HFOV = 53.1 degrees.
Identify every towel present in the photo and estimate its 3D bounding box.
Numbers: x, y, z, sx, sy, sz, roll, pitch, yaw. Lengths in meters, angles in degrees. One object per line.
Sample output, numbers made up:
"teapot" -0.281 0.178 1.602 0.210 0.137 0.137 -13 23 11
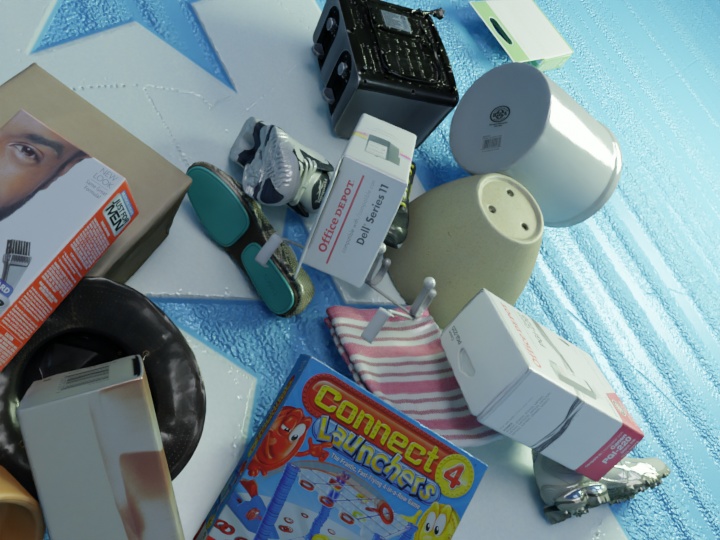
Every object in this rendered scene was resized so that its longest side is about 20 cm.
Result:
"towel" 0.058 0.111 0.793 0.145 0.030 0.201 0 41 -34

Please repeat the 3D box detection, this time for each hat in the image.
"hat" -0.233 0.104 0.619 0.198 0.081 0.203 1 87 -19

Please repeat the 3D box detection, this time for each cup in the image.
"cup" 0.148 -0.041 0.914 0.198 0.143 0.202 15 53 -22

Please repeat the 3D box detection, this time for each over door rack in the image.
"over door rack" 0.000 0.000 0.775 0.147 0.067 0.200 34 14 14

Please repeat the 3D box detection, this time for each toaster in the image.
"toaster" 0.037 -0.285 1.020 0.198 0.119 0.183 2 60 -30

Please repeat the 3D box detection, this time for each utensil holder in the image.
"utensil holder" 0.242 -0.171 0.998 0.199 0.169 0.172 23 48 -44

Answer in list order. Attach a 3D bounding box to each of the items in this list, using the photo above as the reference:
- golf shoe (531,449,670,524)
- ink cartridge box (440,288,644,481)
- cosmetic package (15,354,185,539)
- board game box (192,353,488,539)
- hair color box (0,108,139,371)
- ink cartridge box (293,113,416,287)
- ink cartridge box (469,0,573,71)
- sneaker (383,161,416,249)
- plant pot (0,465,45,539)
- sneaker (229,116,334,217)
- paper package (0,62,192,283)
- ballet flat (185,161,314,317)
"golf shoe" 0.292 0.234 0.873 0.198 0.078 0.098 0 55 -32
"ink cartridge box" 0.199 0.127 0.804 0.199 0.085 0.146 28 23 -27
"cosmetic package" -0.182 0.176 0.537 0.086 0.103 0.203 -13 98 -18
"board game box" -0.017 0.211 0.649 0.199 0.056 0.197 32 80 -9
"hair color box" -0.281 -0.013 0.553 0.110 0.064 0.201 32 67 7
"ink cartridge box" -0.001 -0.066 0.700 0.067 0.118 0.200 23 27 -3
"ink cartridge box" 0.285 -0.427 1.309 0.199 0.048 0.146 -23 74 -39
"sneaker" 0.029 -0.105 0.888 0.074 0.085 0.201 22 30 -20
"plant pot" -0.333 0.176 0.464 0.140 0.201 0.199 39 46 19
"sneaker" -0.071 -0.106 0.831 0.129 0.080 0.199 25 6 -28
"paper package" -0.298 -0.068 0.688 0.199 0.104 0.191 36 49 -5
"ballet flat" -0.120 -0.038 0.811 0.201 0.068 0.075 53 27 2
